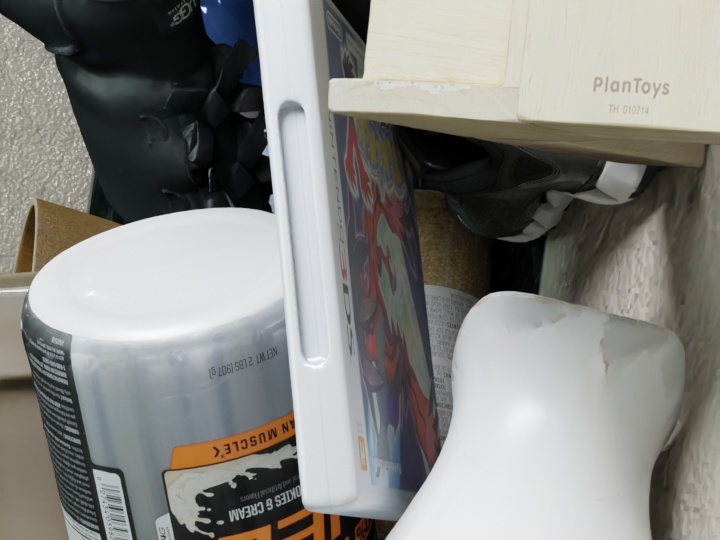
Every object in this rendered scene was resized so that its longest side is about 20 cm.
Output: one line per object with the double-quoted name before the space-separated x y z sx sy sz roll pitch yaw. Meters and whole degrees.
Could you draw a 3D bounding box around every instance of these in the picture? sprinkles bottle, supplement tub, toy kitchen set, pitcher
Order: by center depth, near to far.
"toy kitchen set" 0.125 -0.116 0.683 0.199 0.180 0.164 7 91 37
"pitcher" 0.052 0.133 0.770 0.172 0.120 0.201 84 -161 -64
"supplement tub" -0.057 0.087 0.872 0.123 0.122 0.201 -111 10 -65
"sprinkles bottle" 0.026 0.065 0.992 0.068 0.068 0.201 123 153 -61

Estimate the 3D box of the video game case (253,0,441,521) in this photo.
"video game case" 0.000 0.000 0.823 0.200 0.023 0.184 36 -132 -77

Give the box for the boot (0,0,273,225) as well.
"boot" -0.120 -0.099 0.988 0.198 0.073 0.163 25 146 40

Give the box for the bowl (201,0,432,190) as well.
"bowl" -0.021 -0.123 1.073 0.039 0.200 0.201 -42 31 25

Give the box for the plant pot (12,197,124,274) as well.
"plant pot" -0.103 0.068 1.258 0.186 0.199 0.188 -171 90 -76

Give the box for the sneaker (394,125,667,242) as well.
"sneaker" 0.053 -0.055 0.905 0.200 0.090 0.067 160 119 -76

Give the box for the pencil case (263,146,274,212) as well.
"pencil case" -0.019 0.014 1.186 0.091 0.083 0.201 -32 45 43

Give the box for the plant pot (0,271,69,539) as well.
"plant pot" -0.128 0.087 1.000 0.200 0.199 0.175 -172 77 -77
